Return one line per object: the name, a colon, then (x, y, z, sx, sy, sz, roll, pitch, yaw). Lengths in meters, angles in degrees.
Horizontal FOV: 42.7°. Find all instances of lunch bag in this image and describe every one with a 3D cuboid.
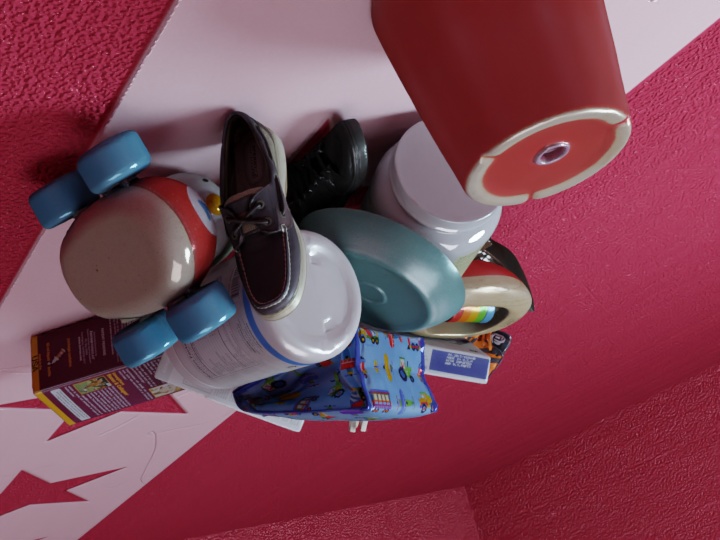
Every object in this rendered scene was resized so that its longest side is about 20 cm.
lunch bag: (-0.037, 0.141, 1.059, 0.198, 0.096, 0.150, -21, 160, 30)

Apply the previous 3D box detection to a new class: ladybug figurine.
ladybug figurine: (0.132, 0.033, 1.177, 0.197, 0.073, 0.136, 5, 148, -35)

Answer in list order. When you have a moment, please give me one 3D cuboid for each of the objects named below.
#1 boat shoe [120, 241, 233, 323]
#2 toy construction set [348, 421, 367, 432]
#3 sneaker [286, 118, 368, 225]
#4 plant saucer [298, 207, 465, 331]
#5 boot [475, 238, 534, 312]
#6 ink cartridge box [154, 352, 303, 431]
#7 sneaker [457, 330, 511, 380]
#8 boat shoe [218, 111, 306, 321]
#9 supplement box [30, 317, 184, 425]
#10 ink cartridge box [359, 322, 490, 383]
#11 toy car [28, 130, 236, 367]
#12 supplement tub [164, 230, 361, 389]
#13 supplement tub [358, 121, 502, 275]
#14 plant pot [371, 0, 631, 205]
boat shoe: (-0.215, -0.010, 1.032, 0.199, 0.063, 0.071, -32, 172, 31)
toy construction set: (-0.068, 0.145, 1.262, 0.197, 0.131, 0.093, 22, 103, -11)
sneaker: (-0.063, -0.085, 0.967, 0.103, 0.061, 0.200, -14, 162, -20)
plant saucer: (0.014, 0.011, 0.987, 0.197, 0.036, 0.201, 20, 151, 12)
boot: (0.120, 0.026, 1.287, 0.198, 0.065, 0.187, -31, 113, 24)
ink cartridge box: (-0.139, 0.093, 1.159, 0.197, 0.162, 0.047, 23, 178, -15)
sneaker: (0.170, 0.072, 1.356, 0.110, 0.203, 0.078, 11, -150, 23)
boat shoe: (-0.097, -0.053, 0.835, 0.071, 0.203, 0.065, -18, 153, 20)
supplement box: (-0.316, 0.119, 1.211, 0.197, 0.087, 0.111, -17, 148, 1)
ink cartridge box: (0.057, 0.099, 1.244, 0.196, 0.041, 0.200, 11, -177, -10)
toy car: (-0.174, -0.045, 0.890, 0.176, 0.186, 0.200, -23, -169, 40)
supplement tub: (-0.105, 0.045, 0.953, 0.130, 0.134, 0.199, 2, 165, -40)
supplement tub: (0.072, -0.060, 1.014, 0.143, 0.147, 0.201, -10, 157, -18)
plant pot: (0.126, -0.165, 0.758, 0.197, 0.180, 0.201, -15, 158, -6)
